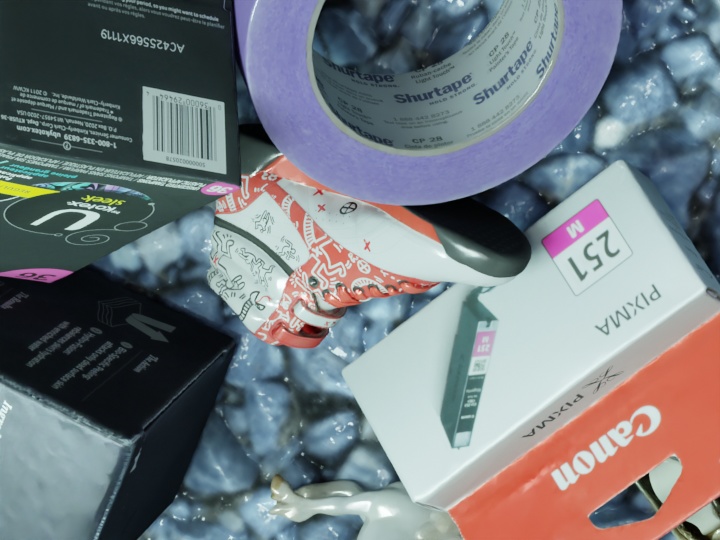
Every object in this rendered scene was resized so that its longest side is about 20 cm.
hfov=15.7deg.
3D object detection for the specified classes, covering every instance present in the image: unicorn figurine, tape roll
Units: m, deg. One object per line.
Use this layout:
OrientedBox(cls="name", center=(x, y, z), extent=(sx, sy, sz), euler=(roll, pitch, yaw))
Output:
OrientedBox(cls="unicorn figurine", center=(0.012, 0.154, 1.472), extent=(0.137, 0.074, 0.200), euler=(9, 75, 8))
OrientedBox(cls="tape roll", center=(0.029, -0.139, 1.352), extent=(0.200, 0.085, 0.200), euler=(-7, 124, -11))

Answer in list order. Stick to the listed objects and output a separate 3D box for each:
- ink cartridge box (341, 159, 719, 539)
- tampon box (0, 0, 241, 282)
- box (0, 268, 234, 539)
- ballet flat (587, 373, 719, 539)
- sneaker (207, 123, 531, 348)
OrientedBox(cls="ink cartridge box", center=(0.111, 0.069, 1.392), extent=(0.200, 0.044, 0.174), euler=(-38, 62, 14))
OrientedBox(cls="tampon box", center=(-0.177, -0.083, 1.343), extent=(0.200, 0.150, 0.126), euler=(-25, 63, 51))
OrientedBox(cls="box", center=(-0.201, 0.071, 1.444), extent=(0.200, 0.197, 0.117), euler=(25, 108, 7))
OrientedBox(cls="ballet flat", center=(0.155, 0.074, 1.435), extent=(0.067, 0.062, 0.200), euler=(-38, 92, 19))
OrientedBox(cls="sneaker", center=(0.000, 0.000, 1.432), extent=(0.201, 0.067, 0.108), euler=(24, 109, 31))
